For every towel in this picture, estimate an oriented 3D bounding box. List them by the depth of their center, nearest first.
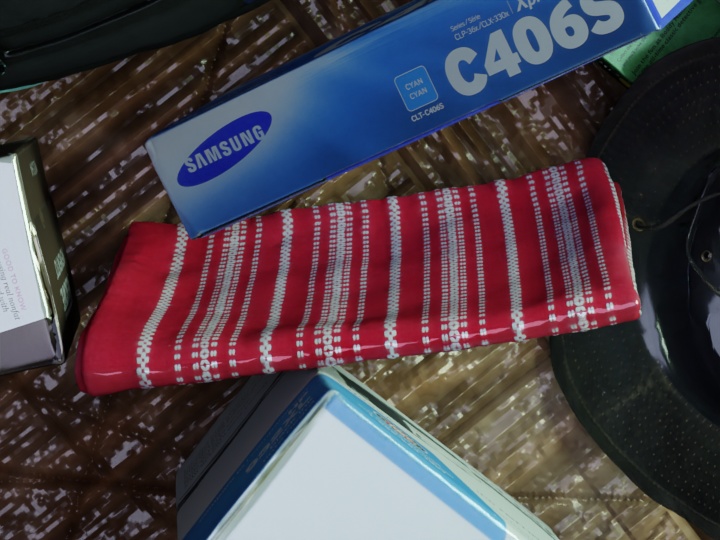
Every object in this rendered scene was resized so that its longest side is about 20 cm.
[{"bbox_3d":[0.000,0.000,0.780,0.199,0.145,0.023,-8,110,7],"label":"towel"}]

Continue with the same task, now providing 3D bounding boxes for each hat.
[{"bbox_3d":[0.168,0.005,0.834,0.081,0.200,0.202,-15,110,-48],"label":"hat"}]

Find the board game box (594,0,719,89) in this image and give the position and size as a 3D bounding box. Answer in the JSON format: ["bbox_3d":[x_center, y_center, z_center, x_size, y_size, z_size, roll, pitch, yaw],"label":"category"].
[{"bbox_3d":[0.153,-0.166,0.850,0.105,0.023,0.200,39,91,-10],"label":"board game box"}]

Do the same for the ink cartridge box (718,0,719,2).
[{"bbox_3d":[0.242,-0.150,0.775,0.144,0.145,0.201,28,93,-34],"label":"ink cartridge box"}]

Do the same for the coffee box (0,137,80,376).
[{"bbox_3d":[-0.212,0.011,0.794,0.199,0.113,0.080,-12,97,-3],"label":"coffee box"}]

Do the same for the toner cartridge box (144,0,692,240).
[{"bbox_3d":[0.026,-0.077,0.770,0.199,0.095,0.043,-23,98,29],"label":"toner cartridge box"}]

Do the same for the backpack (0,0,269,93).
[{"bbox_3d":[-0.105,-0.152,0.756,0.199,0.176,0.154,-30,76,4],"label":"backpack"}]

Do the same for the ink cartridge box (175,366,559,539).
[{"bbox_3d":[0.011,0.104,0.778,0.145,0.200,0.084,38,90,-7],"label":"ink cartridge box"}]
